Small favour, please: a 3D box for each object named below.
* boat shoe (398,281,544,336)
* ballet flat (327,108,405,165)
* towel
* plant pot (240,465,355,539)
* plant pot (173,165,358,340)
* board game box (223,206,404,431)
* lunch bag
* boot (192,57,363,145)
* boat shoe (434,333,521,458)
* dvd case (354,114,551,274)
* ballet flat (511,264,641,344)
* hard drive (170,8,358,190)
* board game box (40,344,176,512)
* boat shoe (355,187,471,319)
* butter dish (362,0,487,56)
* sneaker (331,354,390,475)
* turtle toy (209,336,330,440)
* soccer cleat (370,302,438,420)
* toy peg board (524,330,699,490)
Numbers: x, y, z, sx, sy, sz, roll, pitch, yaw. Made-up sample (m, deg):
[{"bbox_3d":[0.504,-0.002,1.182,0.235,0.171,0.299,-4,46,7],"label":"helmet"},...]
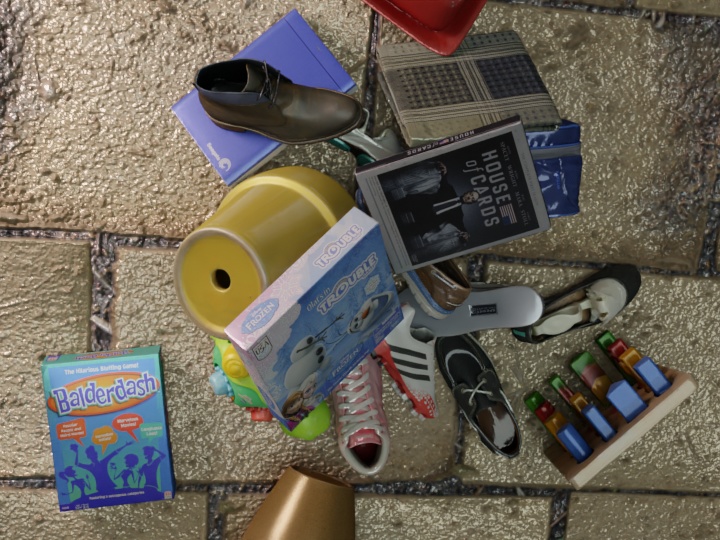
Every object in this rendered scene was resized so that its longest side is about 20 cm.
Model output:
[{"bbox_3d":[0.146,0.047,1.259,0.198,0.066,0.073,-7,88,15],"label":"boat shoe"},{"bbox_3d":[0.006,-0.168,1.204,0.199,0.069,0.070,34,95,-9],"label":"ballet flat"},{"bbox_3d":[0.126,-0.222,1.157,0.197,0.194,0.035,-8,140,-9],"label":"towel"},{"bbox_3d":[-0.080,0.370,1.244,0.184,0.186,0.202,19,85,-11],"label":"plant pot"},{"bbox_3d":[-0.115,-0.010,1.111,0.199,0.189,0.203,8,108,25],"label":"plant pot"},{"bbox_3d":[-0.043,0.060,1.066,0.200,0.043,0.200,-44,148,-17],"label":"board game box"},{"bbox_3d":[0.175,-0.137,1.193,0.197,0.136,0.134,-5,101,-6],"label":"lunch bag"},{"bbox_3d":[-0.099,-0.196,1.096,0.197,0.097,0.076,4,79,11],"label":"boot"},{"bbox_3d":[0.163,0.165,1.285,0.071,0.068,0.201,-28,102,0],"label":"boat shoe"},{"bbox_3d":[0.110,-0.085,1.106,0.198,0.025,0.151,-16,123,12],"label":"dvd case"},{"bbox_3d":[0.302,0.054,1.281,0.198,0.068,0.069,-25,104,-3],"label":"ballet flat"},{"bbox_3d":[-0.120,-0.213,1.167,0.199,0.025,0.132,-38,75,1],"label":"hard drive"},{"bbox_3d":[-0.327,0.206,1.235,0.150,0.045,0.203,-6,100,-7],"label":"board game box"},{"bbox_3d":[0.073,-0.039,1.204,0.072,0.072,0.201,-38,88,36],"label":"boat shoe"},{"bbox_3d":[0.091,-0.395,1.114,0.198,0.148,0.201,33,82,-10],"label":"butter dish"},{"bbox_3d":[-0.001,0.174,1.245,0.074,0.105,0.203,-10,101,-4],"label":"sneaker"},{"bbox_3d":[-0.115,0.141,1.215,0.199,0.146,0.101,37,116,-12],"label":"turtle toy"},{"bbox_3d":[0.072,0.122,1.237,0.085,0.069,0.201,-37,128,-4],"label":"soccer cleat"},{"bbox_3d":[0.313,0.170,1.249,0.200,0.199,0.098,-41,88,1],"label":"toy peg board"}]
